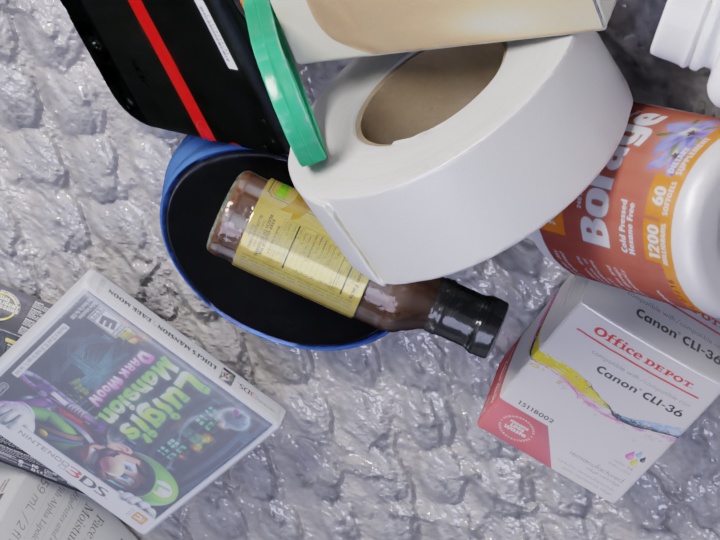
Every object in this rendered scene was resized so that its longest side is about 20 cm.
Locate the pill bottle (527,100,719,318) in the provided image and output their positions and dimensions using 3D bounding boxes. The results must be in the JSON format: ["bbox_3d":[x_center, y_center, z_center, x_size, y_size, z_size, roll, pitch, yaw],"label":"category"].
[{"bbox_3d":[0.169,-0.043,1.347,0.200,0.112,0.112,18,146,53],"label":"pill bottle"}]

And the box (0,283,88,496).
[{"bbox_3d":[-0.258,0.092,1.761,0.199,0.049,0.161,21,138,4],"label":"box"}]

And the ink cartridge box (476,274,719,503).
[{"bbox_3d":[0.176,0.059,1.517,0.116,0.068,0.200,29,137,-4],"label":"ink cartridge box"}]

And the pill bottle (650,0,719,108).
[{"bbox_3d":[0.269,-0.125,1.268,0.199,0.109,0.109,20,137,5],"label":"pill bottle"}]

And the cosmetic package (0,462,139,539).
[{"bbox_3d":[-0.282,0.283,1.871,0.165,0.165,0.200,-21,121,37],"label":"cosmetic package"}]

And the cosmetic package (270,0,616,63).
[{"bbox_3d":[0.053,-0.185,1.314,0.199,0.105,0.071,-5,129,26],"label":"cosmetic package"}]

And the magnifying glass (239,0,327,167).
[{"bbox_3d":[-0.055,-0.144,1.347,0.022,0.200,0.080,-23,141,2],"label":"magnifying glass"}]

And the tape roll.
[{"bbox_3d":[0.057,-0.084,1.337,0.202,0.203,0.071,-15,125,34],"label":"tape roll"}]

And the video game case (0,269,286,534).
[{"bbox_3d":[-0.181,0.104,1.691,0.182,0.023,0.200,37,133,-14],"label":"video game case"}]

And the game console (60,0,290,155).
[{"bbox_3d":[-0.128,-0.164,1.424,0.177,0.031,0.200,14,141,45],"label":"game console"}]

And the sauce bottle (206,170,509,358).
[{"bbox_3d":[0.000,0.000,1.488,0.199,0.065,0.065,25,137,-1],"label":"sauce bottle"}]

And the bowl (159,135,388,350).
[{"bbox_3d":[-0.047,-0.024,1.561,0.200,0.039,0.201,13,135,13],"label":"bowl"}]
